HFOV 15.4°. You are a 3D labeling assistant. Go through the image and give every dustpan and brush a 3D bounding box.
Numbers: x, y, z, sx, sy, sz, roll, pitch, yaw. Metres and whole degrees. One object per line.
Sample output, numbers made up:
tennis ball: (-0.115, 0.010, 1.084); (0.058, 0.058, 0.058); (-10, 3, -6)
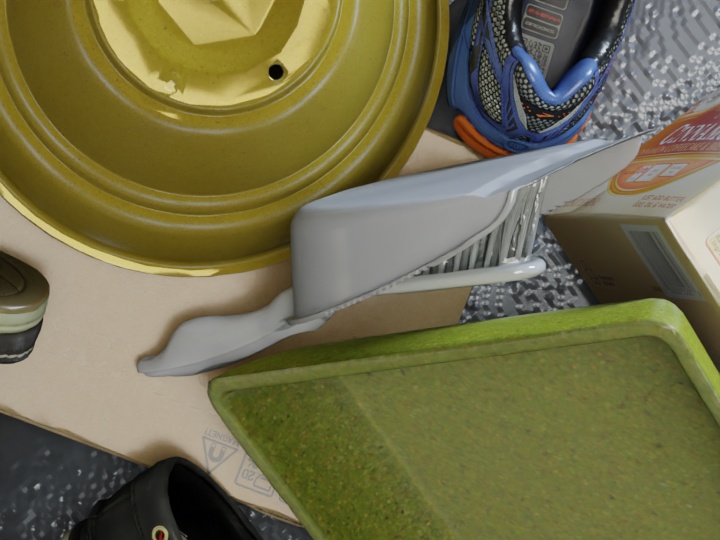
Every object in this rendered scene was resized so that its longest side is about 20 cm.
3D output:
dustpan and brush: (0.000, 0.000, 0.964); (0.199, 0.140, 0.057); (-9, 96, 26)

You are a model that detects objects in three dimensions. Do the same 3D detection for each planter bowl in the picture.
planter bowl: (-0.057, -0.099, 0.969); (0.200, 0.083, 0.201); (0, 89, -10)

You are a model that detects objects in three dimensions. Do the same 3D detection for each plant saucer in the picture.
plant saucer: (0.075, 0.083, 0.969); (0.200, 0.200, 0.048); (56, 43, -31)

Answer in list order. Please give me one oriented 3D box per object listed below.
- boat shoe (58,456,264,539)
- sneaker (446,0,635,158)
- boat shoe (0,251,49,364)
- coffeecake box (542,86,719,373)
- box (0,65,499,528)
boat shoe: (-0.026, 0.157, 1.010); (0.063, 0.074, 0.201); (-39, 100, 22)
sneaker: (0.085, -0.139, 1.002); (0.075, 0.078, 0.201); (8, 86, -10)
boat shoe: (-0.213, 0.021, 0.981); (0.200, 0.072, 0.066); (5, 108, 5)
coffeecake box: (0.184, -0.049, 0.980); (0.200, 0.153, 0.073); (-36, 98, -9)
box: (-0.058, -0.002, 1.025); (0.199, 0.021, 0.164); (21, 91, -8)
